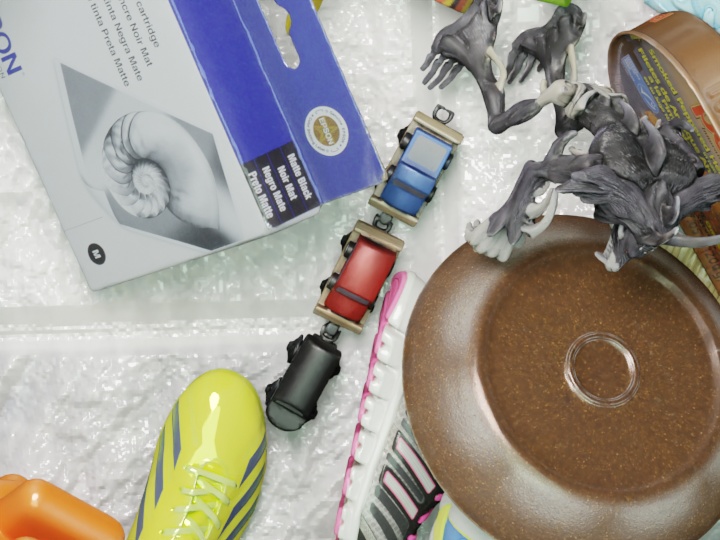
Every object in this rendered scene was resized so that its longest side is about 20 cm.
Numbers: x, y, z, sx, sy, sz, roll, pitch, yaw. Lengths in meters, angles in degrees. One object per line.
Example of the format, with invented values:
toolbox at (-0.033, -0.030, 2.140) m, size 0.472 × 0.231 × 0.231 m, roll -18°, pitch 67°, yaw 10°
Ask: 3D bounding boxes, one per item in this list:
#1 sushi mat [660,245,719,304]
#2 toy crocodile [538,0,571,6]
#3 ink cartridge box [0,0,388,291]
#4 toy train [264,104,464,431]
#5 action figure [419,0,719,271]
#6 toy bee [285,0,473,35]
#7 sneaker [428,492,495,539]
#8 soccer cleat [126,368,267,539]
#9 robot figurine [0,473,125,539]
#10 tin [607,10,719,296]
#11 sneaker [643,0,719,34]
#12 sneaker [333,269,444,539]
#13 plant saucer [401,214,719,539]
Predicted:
sushi mat at (0.152, 0.076, 1.393) m, size 0.096 × 0.012 × 0.200 m, roll 24°, pitch 98°, yaw -1°
toy crocodile at (0.111, -0.238, 1.316) m, size 0.067 × 0.062 × 0.200 m, roll 1°, pitch 76°, yaw 18°
ink cartridge box at (-0.106, -0.103, 1.311) m, size 0.200 × 0.041 × 0.200 m, roll -19°, pitch 98°, yaw 39°
toy train at (0.000, 0.000, 1.370) m, size 0.034 × 0.046 × 0.200 m, roll 27°, pitch 98°, yaw -2°
action figure at (0.114, -0.055, 1.293) m, size 0.119 × 0.200 × 0.102 m, roll -3°, pitch 131°, yaw -30°
toy bee at (-0.026, -0.187, 1.315) m, size 0.200 × 0.109 × 0.131 m, roll 7°, pitch 100°, yaw 1°
sneaker at (0.081, 0.199, 1.337) m, size 0.076 × 0.105 × 0.200 m, roll -6°, pitch 124°, yaw -9°
soccer cleat at (-0.100, 0.152, 1.375) m, size 0.065 × 0.084 × 0.200 m, roll 22°, pitch 98°, yaw -2°
robot figurine at (-0.211, 0.189, 1.344) m, size 0.200 × 0.117 × 0.144 m, roll -37°, pitch 71°, yaw 35°
tin at (0.197, -0.045, 1.319) m, size 0.042 × 0.112 × 0.200 m, roll -29°, pitch 89°, yaw -10°
sneaker at (0.198, -0.147, 1.338) m, size 0.082 × 0.074 × 0.200 m, roll -31°, pitch 87°, yaw 13°
sneaker at (0.038, 0.104, 1.370) m, size 0.087 × 0.074 × 0.200 m, roll 12°, pitch 97°, yaw 0°
plant saucer at (0.122, 0.057, 1.315) m, size 0.200 × 0.037 × 0.201 m, roll 6°, pitch 66°, yaw -15°
